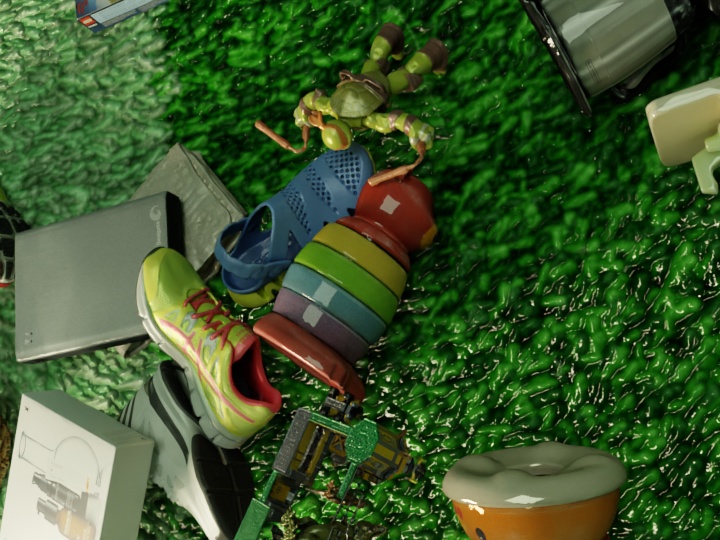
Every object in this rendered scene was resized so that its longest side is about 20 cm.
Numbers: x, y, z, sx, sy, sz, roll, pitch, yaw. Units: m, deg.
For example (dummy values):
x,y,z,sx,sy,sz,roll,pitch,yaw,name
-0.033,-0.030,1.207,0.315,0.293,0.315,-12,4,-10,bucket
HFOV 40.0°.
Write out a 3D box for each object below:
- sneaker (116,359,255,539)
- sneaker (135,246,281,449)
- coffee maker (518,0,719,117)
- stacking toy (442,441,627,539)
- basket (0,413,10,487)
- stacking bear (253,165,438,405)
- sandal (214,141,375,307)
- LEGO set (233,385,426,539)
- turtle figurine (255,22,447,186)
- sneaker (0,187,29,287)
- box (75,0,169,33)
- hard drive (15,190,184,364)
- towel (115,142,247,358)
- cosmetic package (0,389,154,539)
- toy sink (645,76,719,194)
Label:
x,y,z,sx,sy,sz,roll,pitch,yaw,name
-0.177,0.199,0.954,0.115,0.075,0.202,-43,56,18,sneaker
-0.134,0.062,0.925,0.090,0.078,0.202,-27,94,38,sneaker
0.233,-0.263,0.843,0.198,0.134,0.194,-29,67,14,coffee maker
0.144,0.245,0.775,0.144,0.146,0.204,-6,90,22,stacking toy
-0.475,0.186,1.084,0.197,0.150,0.143,15,50,26,basket
0.000,0.000,0.900,0.113,0.122,0.202,30,81,19,stacking bear
-0.066,-0.047,0.949,0.200,0.087,0.080,-46,62,5,sandal
-0.013,0.214,0.836,0.152,0.115,0.203,-1,63,49,LEGO set
0.001,-0.166,0.930,0.198,0.065,0.162,16,56,37,turtle figurine
-0.438,-0.047,1.129,0.085,0.077,0.201,-47,57,19,sneaker
-0.274,-0.395,1.152,0.135,0.038,0.204,-17,71,19,box
-0.269,0.010,1.018,0.197,0.033,0.142,-13,73,22,hard drive
-0.213,-0.023,1.036,0.200,0.034,0.133,-45,63,9,towel
-0.281,0.236,0.955,0.149,0.051,0.204,17,100,37,cosmetic package
0.335,-0.089,0.757,0.197,0.130,0.114,-17,71,18,toy sink
